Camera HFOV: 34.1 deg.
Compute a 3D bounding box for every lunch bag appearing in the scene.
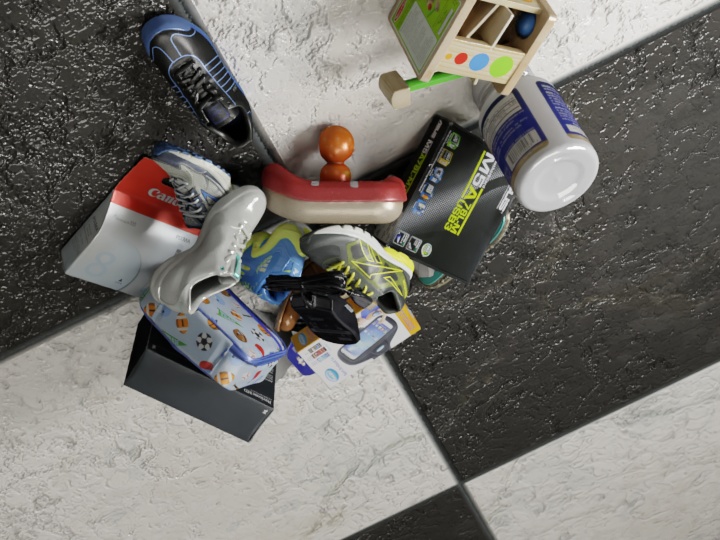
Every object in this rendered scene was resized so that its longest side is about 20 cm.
[{"bbox_3d":[-0.199,0.070,1.602,0.076,0.200,0.160,-49,167,18],"label":"lunch bag"}]

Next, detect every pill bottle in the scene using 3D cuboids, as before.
[{"bbox_3d":[0.227,-0.189,1.579,0.118,0.201,0.120,-13,141,-11],"label":"pill bottle"}]

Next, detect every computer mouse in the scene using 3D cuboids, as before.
[{"bbox_3d":[-0.030,0.043,1.591,0.139,0.047,0.200,-1,152,30],"label":"computer mouse"}]

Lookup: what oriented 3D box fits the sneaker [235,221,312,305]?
[{"bbox_3d":[-0.148,0.004,1.652,0.075,0.106,0.199,33,140,-29],"label":"sneaker"}]

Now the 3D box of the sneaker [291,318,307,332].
[{"bbox_3d":[-0.043,0.082,1.875,0.198,0.071,0.083,14,136,-32],"label":"sneaker"}]

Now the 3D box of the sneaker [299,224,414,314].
[{"bbox_3d":[0.000,0.000,1.604,0.198,0.086,0.074,20,150,-36],"label":"sneaker"}]

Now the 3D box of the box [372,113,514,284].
[{"bbox_3d":[0.133,-0.099,1.703,0.192,0.047,0.202,24,97,-41],"label":"box"}]

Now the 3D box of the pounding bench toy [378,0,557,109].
[{"bbox_3d":[0.127,-0.285,1.477,0.154,0.125,0.201,5,134,-32],"label":"pounding bench toy"}]

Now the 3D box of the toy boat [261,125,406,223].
[{"bbox_3d":[-0.036,-0.130,1.592,0.197,0.133,0.131,0,-177,-2],"label":"toy boat"}]

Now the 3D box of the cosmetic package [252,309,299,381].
[{"bbox_3d":[-0.203,0.116,1.813,0.199,0.091,0.107,17,125,-43],"label":"cosmetic package"}]

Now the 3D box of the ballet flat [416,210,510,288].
[{"bbox_3d":[0.171,-0.042,1.846,0.200,0.068,0.075,-42,160,31],"label":"ballet flat"}]

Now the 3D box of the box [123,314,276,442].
[{"bbox_3d":[-0.220,0.134,1.651,0.198,0.142,0.079,28,116,-18],"label":"box"}]

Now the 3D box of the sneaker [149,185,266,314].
[{"bbox_3d":[-0.175,-0.020,1.511,0.200,0.088,0.076,-50,141,-17],"label":"sneaker"}]

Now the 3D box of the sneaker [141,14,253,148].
[{"bbox_3d":[-0.189,-0.226,1.422,0.070,0.078,0.200,-32,142,12],"label":"sneaker"}]

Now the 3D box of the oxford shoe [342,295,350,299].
[{"bbox_3d":[-0.034,0.028,1.808,0.197,0.071,0.075,-7,142,-19],"label":"oxford shoe"}]

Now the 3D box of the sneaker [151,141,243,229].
[{"bbox_3d":[-0.207,-0.096,1.541,0.200,0.077,0.086,38,79,-46],"label":"sneaker"}]

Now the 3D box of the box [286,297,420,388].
[{"bbox_3d":[-0.016,0.103,1.814,0.199,0.042,0.119,-35,138,3],"label":"box"}]

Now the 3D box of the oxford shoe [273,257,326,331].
[{"bbox_3d":[-0.060,0.024,1.692,0.200,0.071,0.072,-52,167,-41],"label":"oxford shoe"}]

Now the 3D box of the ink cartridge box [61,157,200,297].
[{"bbox_3d":[-0.288,-0.050,1.603,0.159,0.048,0.200,22,125,-43],"label":"ink cartridge box"}]

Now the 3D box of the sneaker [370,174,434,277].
[{"bbox_3d":[0.053,-0.059,1.759,0.081,0.075,0.201,-23,131,10],"label":"sneaker"}]
